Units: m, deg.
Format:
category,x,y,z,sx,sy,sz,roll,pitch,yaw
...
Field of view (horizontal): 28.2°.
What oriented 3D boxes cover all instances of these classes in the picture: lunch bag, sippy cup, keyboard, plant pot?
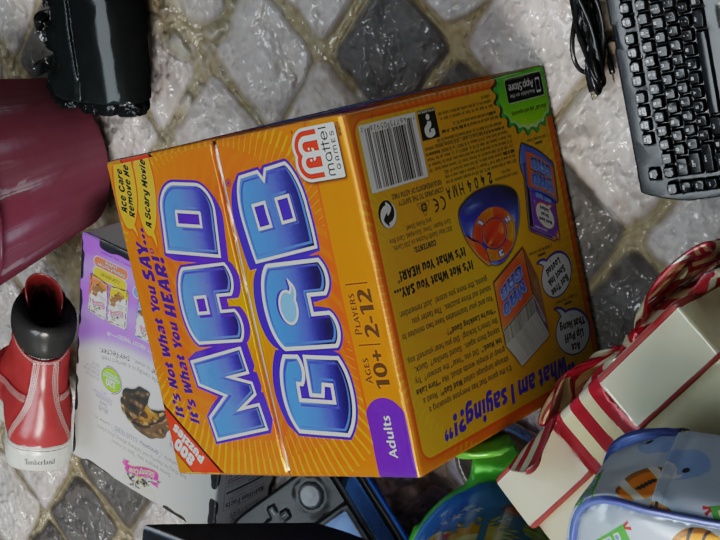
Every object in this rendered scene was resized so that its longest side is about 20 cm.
category,x,y,z,sx,sy,sz,roll,pitch,yaw
lunch bag,0.185,0.160,0.646,0.198,0.076,0.162,8,119,25
sippy cup,0.081,0.196,0.831,0.140,0.130,0.178,-42,83,10
keyboard,0.160,-0.136,0.819,0.104,0.039,0.202,-6,99,41
plant pot,-0.307,-0.071,1.137,0.199,0.178,0.202,22,123,38

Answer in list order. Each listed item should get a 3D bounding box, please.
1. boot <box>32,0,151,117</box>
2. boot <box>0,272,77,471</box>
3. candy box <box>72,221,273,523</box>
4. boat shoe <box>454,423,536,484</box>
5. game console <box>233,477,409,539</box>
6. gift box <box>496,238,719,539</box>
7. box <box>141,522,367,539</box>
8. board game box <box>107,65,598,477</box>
category,x,y,z,sx,sy,sz,roll,pitch,yaw
boot,-0.176,-0.196,1.066,0.197,0.073,0.164,16,112,44
boot,-0.269,0.061,1.193,0.200,0.072,0.146,-139,52,-65
candy box,-0.143,0.080,1.125,0.167,0.071,0.202,24,117,33
boat shoe,0.124,0.183,0.927,0.200,0.072,0.072,49,129,17
game console,-0.006,0.231,1.016,0.170,0.118,0.201,-38,77,19
gift box,0.196,0.095,0.760,0.187,0.199,0.185,51,124,17
box,-0.066,0.270,0.918,0.107,0.148,0.202,8,89,48
board game box,0.000,0.000,0.890,0.199,0.199,0.202,-7,99,41
